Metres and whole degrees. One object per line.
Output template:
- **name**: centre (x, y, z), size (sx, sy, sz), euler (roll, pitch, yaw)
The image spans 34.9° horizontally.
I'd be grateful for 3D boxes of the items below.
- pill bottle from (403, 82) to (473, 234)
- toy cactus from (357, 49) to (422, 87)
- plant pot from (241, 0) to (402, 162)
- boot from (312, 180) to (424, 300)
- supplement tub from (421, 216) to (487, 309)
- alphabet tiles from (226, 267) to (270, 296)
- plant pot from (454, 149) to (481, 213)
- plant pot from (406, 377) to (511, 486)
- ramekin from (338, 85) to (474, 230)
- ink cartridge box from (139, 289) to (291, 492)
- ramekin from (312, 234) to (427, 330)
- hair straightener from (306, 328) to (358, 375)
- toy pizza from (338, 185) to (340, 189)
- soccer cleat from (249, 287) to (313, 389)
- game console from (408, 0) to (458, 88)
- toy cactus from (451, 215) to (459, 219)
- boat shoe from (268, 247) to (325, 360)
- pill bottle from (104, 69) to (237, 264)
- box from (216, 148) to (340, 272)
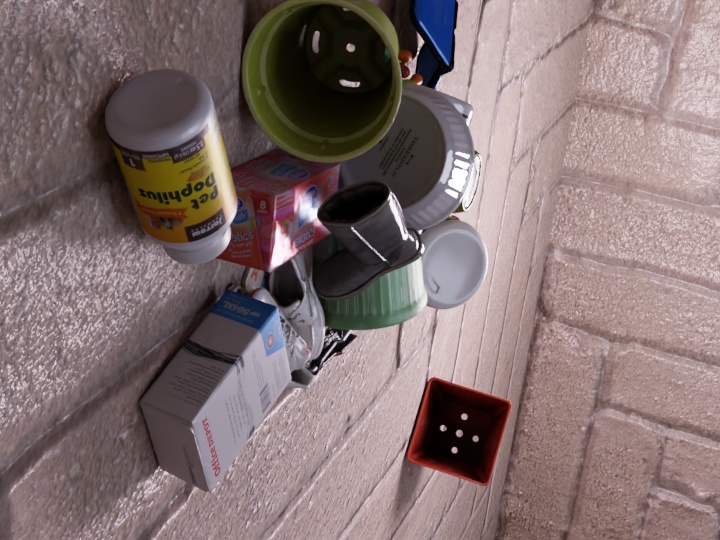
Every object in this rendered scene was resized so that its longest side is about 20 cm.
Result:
- **pill bottle**: centre (0.082, -0.161, 1.661), size (0.112, 0.111, 0.202), euler (-1, 111, -71)
- **toy cactus**: centre (0.019, -0.306, 1.701), size (0.201, 0.101, 0.166), euler (-55, 133, -45)
- **plant pot**: centre (-0.030, -0.262, 1.443), size (0.185, 0.198, 0.203), euler (-64, 162, -63)
- **boot**: centre (-0.012, -0.035, 1.484), size (0.073, 0.181, 0.200), euler (63, 11, 17)
- **supplement tub**: centre (0.101, -0.031, 1.869), size (0.144, 0.200, 0.147), euler (-9, 109, -26)
- **alphabet tiles**: centre (-0.155, 0.087, 1.577), size (0.200, 0.014, 0.198), euler (44, 62, -69)
- **plant pot**: centre (0.083, -0.159, 1.795), size (0.187, 0.198, 0.189), euler (15, 90, -72)
- **plant pot**: centre (0.233, 0.380, 2.694), size (0.176, 0.197, 0.202), euler (60, 48, -80)
- **ramekin**: centre (0.052, -0.157, 1.562), size (0.094, 0.200, 0.205), euler (3, 101, -73)
- **ink cartridge box**: centre (-0.177, 0.149, 1.430), size (0.201, 0.084, 0.147), euler (-53, 152, -36)
- **ramekin**: centre (0.000, 0.000, 1.692), size (0.200, 0.198, 0.099), euler (-45, 138, -56)
- **hair straightener**: centre (-0.054, 0.110, 1.872), size (0.200, 0.041, 0.078), euler (-34, 135, -57)
- **toy pizza**: centre (-0.048, -0.162, 1.626), size (0.200, 0.031, 0.203), euler (2, 90, -82)
- **soccer cleat**: centre (-0.110, 0.095, 1.556), size (0.201, 0.084, 0.069), euler (82, 30, -50)
- **game console**: centre (0.093, -0.382, 1.861), size (0.171, 0.117, 0.201), euler (49, 31, -33)
- **toy cactus**: centre (0.111, -0.179, 1.970), size (0.164, 0.102, 0.202), euler (23, 52, -45)
- **boat shoe**: centre (-0.098, 0.042, 1.592), size (0.069, 0.070, 0.202), euler (-49, 135, -60)
- **pill bottle**: centre (-0.189, -0.100, 1.183), size (0.201, 0.108, 0.110), euler (81, 30, -50)
- **box**: centre (-0.109, -0.082, 1.456), size (0.200, 0.094, 0.104), euler (-36, 137, -63)
